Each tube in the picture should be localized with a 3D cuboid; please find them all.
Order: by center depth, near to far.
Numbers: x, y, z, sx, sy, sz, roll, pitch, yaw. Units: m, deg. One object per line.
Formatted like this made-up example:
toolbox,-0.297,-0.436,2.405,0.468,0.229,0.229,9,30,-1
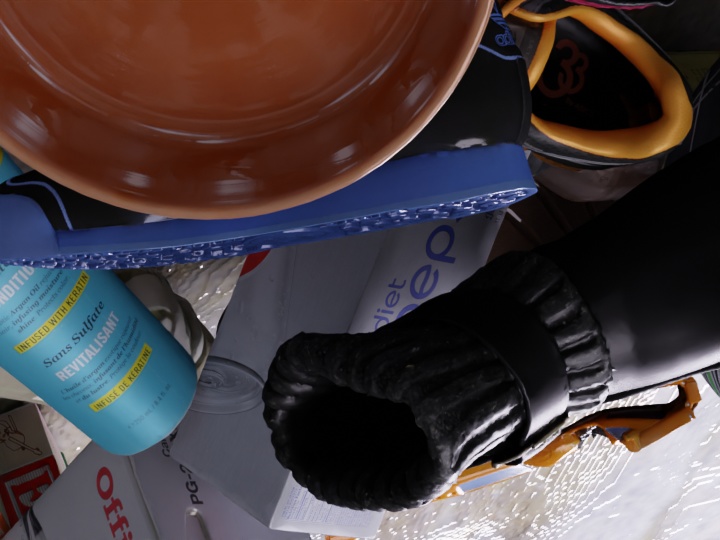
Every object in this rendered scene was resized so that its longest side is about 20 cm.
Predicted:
tube,-0.136,-0.003,1.120,0.078,0.050,0.200,-51,131,-8

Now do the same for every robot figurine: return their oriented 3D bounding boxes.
robot figurine,0.070,0.066,1.345,0.199,0.059,0.145,-19,-179,4

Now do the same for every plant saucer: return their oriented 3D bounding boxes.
plant saucer,-0.053,-0.114,0.938,0.200,0.201,0.032,-34,-165,19

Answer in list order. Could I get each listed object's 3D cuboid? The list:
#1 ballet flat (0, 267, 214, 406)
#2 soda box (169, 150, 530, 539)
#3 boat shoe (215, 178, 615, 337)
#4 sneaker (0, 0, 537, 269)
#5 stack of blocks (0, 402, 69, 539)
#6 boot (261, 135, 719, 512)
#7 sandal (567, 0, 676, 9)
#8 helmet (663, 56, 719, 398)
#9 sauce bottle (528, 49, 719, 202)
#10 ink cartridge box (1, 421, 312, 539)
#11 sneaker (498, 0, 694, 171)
ballet flat,-0.114,0.025,1.218,0.199,0.070,0.069,6,140,-45
soda box,0.000,0.000,1.165,0.063,0.068,0.201,10,107,-47
boat shoe,0.025,-0.009,1.282,0.201,0.075,0.075,-24,-163,-23
sneaker,-0.039,-0.047,1.016,0.199,0.079,0.070,-9,174,12
stack of blocks,-0.184,0.108,1.316,0.114,0.059,0.200,-22,152,-4
boot,0.075,0.019,1.070,0.157,0.080,0.211,-16,167,-40
sandal,0.078,-0.117,1.005,0.199,0.045,0.075,6,139,-43
helmet,0.209,-0.018,1.173,0.190,0.201,0.200,-2,146,-38
sauce bottle,0.115,-0.061,1.249,0.199,0.065,0.065,-2,146,-35
ink cartridge box,-0.096,0.169,1.260,0.083,0.146,0.200,0,147,-39
sneaker,0.034,-0.089,1.061,0.199,0.077,0.079,17,94,-20
